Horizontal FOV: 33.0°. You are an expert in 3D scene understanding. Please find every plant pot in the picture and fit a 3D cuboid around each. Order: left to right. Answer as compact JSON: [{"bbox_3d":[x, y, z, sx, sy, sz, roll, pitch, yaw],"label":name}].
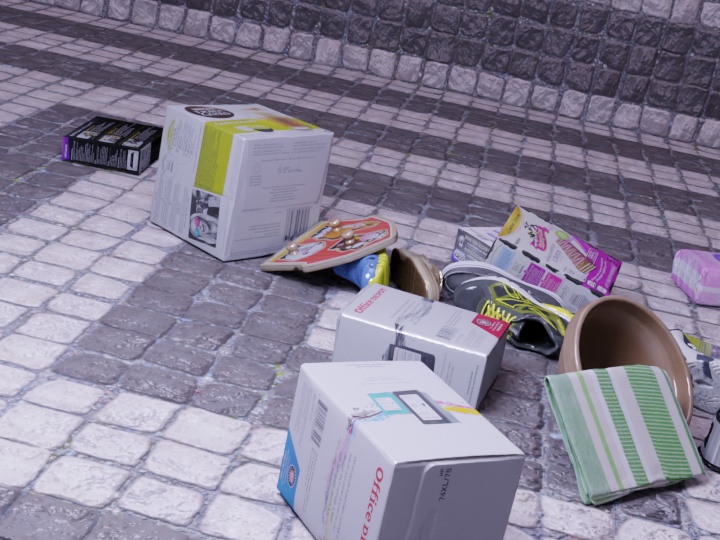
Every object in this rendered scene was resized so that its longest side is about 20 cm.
[{"bbox_3d":[0.313,0.140,1.520,0.201,0.201,0.093,-4,-20,-38],"label":"plant pot"}]

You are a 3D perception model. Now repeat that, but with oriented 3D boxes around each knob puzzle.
[{"bbox_3d":[-0.031,-0.051,1.864,0.219,0.030,0.220,-14,19,5],"label":"knob puzzle"}]

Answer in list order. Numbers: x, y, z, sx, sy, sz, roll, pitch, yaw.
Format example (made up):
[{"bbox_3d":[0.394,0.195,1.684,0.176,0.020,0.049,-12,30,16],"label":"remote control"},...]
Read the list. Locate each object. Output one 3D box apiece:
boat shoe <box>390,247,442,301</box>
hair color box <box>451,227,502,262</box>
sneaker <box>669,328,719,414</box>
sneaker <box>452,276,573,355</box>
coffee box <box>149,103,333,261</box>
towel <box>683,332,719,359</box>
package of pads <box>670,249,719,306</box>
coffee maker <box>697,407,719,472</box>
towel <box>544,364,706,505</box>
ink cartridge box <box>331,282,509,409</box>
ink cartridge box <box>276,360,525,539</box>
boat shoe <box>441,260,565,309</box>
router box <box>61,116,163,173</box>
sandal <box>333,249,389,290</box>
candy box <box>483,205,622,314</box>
[{"bbox_3d":[0.096,0.012,1.866,0.065,0.072,0.200,4,14,-13],"label":"boat shoe"},{"bbox_3d":[0.270,-0.029,2.093,0.200,0.065,0.109,0,22,-33],"label":"hair color box"},{"bbox_3d":[0.466,0.132,1.710,0.199,0.080,0.130,7,25,20],"label":"sneaker"},{"bbox_3d":[0.222,0.065,1.773,0.200,0.075,0.085,19,21,21],"label":"sneaker"},{"bbox_3d":[-0.193,-0.150,1.962,0.198,0.200,0.200,26,23,38],"label":"coffee box"},{"bbox_3d":[0.571,0.147,1.816,0.200,0.023,0.144,17,20,16],"label":"towel"},{"bbox_3d":[0.666,0.019,2.158,0.200,0.076,0.121,7,22,-11],"label":"package of pads"},{"bbox_3d":[0.520,0.162,1.463,0.192,0.200,0.135,22,25,40],"label":"coffee maker"},{"bbox_3d":[0.310,0.186,1.419,0.200,0.023,0.153,-4,68,-36],"label":"towel"},{"bbox_3d":[0.078,0.097,1.586,0.200,0.083,0.145,16,20,15],"label":"ink cartridge box"},{"bbox_3d":[0.033,0.196,1.177,0.146,0.147,0.200,1,22,-29],"label":"ink cartridge box"},{"bbox_3d":[0.214,0.042,1.859,0.200,0.070,0.066,22,19,9],"label":"boat shoe"},{"bbox_3d":[-0.460,-0.240,2.299,0.149,0.051,0.200,10,19,3],"label":"router box"},{"bbox_3d":[0.000,0.000,1.850,0.087,0.080,0.200,1,13,-4],"label":"sandal"},{"bbox_3d":[0.312,-0.012,1.960,0.200,0.061,0.136,29,33,6],"label":"candy box"}]
